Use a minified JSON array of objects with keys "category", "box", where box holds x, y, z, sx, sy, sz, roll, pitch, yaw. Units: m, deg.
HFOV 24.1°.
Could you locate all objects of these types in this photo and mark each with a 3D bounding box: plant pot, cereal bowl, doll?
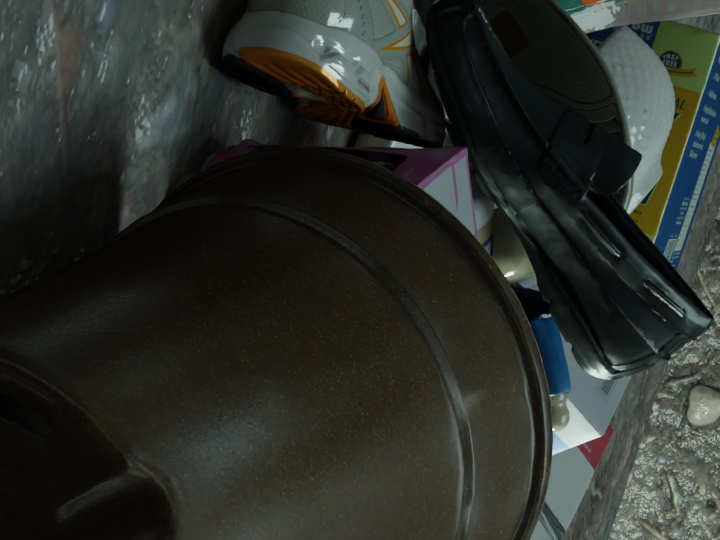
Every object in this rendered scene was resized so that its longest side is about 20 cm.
[{"category":"plant pot","box":[-0.063,0.071,0.573,0.198,0.200,0.200,-24,131,-59]},{"category":"cereal bowl","box":[0.130,-0.056,1.074,0.200,0.083,0.200,-48,178,-3]},{"category":"doll","box":[0.067,0.051,0.906,0.048,0.136,0.200,-21,135,-29]}]

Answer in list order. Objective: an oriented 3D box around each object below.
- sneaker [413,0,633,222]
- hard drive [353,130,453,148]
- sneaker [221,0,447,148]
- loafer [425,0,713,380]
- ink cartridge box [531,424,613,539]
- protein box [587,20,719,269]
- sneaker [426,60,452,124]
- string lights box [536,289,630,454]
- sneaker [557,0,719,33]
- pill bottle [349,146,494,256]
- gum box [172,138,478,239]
[{"category":"sneaker","box":[0.086,-0.104,0.881,0.075,0.200,0.106,-28,171,10]},{"category":"hard drive","box":[0.000,0.000,0.964,0.132,0.026,0.200,53,57,-71]},{"category":"sneaker","box":[0.004,-0.113,0.778,0.200,0.076,0.092,22,82,-75]},{"category":"loafer","box":[0.097,-0.044,0.787,0.201,0.070,0.068,60,18,-11]},{"category":"ink cartridge box","box":[0.062,0.162,1.121,0.146,0.085,0.200,-25,-158,42]},{"category":"protein box","box":[0.193,-0.093,1.296,0.199,0.135,0.200,-5,113,-72]},{"category":"sneaker","box":[0.097,-0.129,1.058,0.200,0.075,0.085,-50,158,-44]},{"category":"string lights box","box":[0.076,0.079,1.036,0.200,0.059,0.103,-30,-162,43]},{"category":"sneaker","box":[0.138,-0.184,0.980,0.071,0.200,0.080,-117,-162,-67]},{"category":"pill bottle","box":[0.009,0.048,0.844,0.111,0.111,0.200,-43,138,-58]},{"category":"gum box","box":[-0.006,0.040,0.740,0.066,0.113,0.200,-41,127,-60]}]
